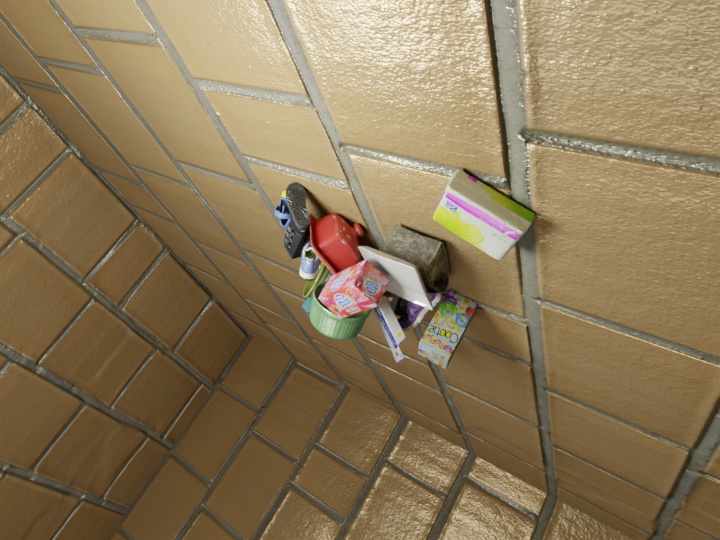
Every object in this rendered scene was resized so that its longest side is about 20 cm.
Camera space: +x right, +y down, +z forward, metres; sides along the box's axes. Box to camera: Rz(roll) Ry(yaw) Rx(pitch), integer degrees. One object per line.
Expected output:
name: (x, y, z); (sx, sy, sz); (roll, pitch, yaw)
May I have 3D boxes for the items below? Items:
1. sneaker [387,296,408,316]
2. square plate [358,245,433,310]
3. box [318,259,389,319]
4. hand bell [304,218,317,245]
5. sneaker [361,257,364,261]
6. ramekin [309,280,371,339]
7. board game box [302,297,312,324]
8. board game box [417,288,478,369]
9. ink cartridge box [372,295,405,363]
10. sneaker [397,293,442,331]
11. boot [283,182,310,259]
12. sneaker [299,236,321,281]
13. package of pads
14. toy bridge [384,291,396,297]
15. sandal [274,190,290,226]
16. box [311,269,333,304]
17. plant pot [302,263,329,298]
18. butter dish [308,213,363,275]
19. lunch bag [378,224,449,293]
sneaker: (0.175, 0.077, 1.775); (0.143, 0.081, 0.202); (6, 131, -12)
square plate: (0.103, 0.015, 1.477); (0.198, 0.029, 0.199); (24, 157, 36)
box: (-0.023, 0.058, 1.544); (0.100, 0.096, 0.199); (43, 146, -18)
hand bell: (-0.159, -0.103, 1.887); (0.103, 0.105, 0.200); (29, 171, 13)
sneaker: (0.000, 0.000, 1.791); (0.077, 0.113, 0.199); (41, 158, -17)
ramekin: (-0.070, 0.130, 1.726); (0.198, 0.200, 0.099); (28, 120, 15)
board game box: (-0.136, 0.103, 2.082); (0.046, 0.202, 0.152); (23, 157, 24)
board game box: (0.268, 0.179, 1.649); (0.102, 0.202, 0.105); (27, 157, 16)
ink cartridge box: (0.102, 0.195, 1.737); (0.203, 0.046, 0.198); (62, 171, 11)
sneaker: (0.174, 0.109, 1.713); (0.083, 0.081, 0.201); (34, 115, -12)
boot: (-0.210, -0.155, 1.710); (0.064, 0.168, 0.201); (-5, 154, -15)
sneaker: (-0.146, -0.058, 1.695); (0.074, 0.202, 0.078); (9, 131, -4)
package of pads: (0.270, -0.120, 1.211); (0.198, 0.069, 0.155); (33, 158, 7)
toy bridge: (0.022, 0.058, 1.724); (0.196, 0.027, 0.068); (15, 135, 8)
sandal: (-0.243, -0.182, 1.811); (0.078, 0.088, 0.201); (23, 157, 22)
box: (-0.048, 0.092, 1.852); (0.197, 0.160, 0.051); (21, -163, -24)
plant pot: (-0.085, 0.046, 1.942); (0.182, 0.203, 0.200); (27, 160, -14)
butter dish: (-0.057, -0.093, 1.664); (0.201, 0.146, 0.201); (50, -163, -33)
lunch bag: (0.160, -0.015, 1.527); (0.162, 0.119, 0.201); (25, 162, 31)
